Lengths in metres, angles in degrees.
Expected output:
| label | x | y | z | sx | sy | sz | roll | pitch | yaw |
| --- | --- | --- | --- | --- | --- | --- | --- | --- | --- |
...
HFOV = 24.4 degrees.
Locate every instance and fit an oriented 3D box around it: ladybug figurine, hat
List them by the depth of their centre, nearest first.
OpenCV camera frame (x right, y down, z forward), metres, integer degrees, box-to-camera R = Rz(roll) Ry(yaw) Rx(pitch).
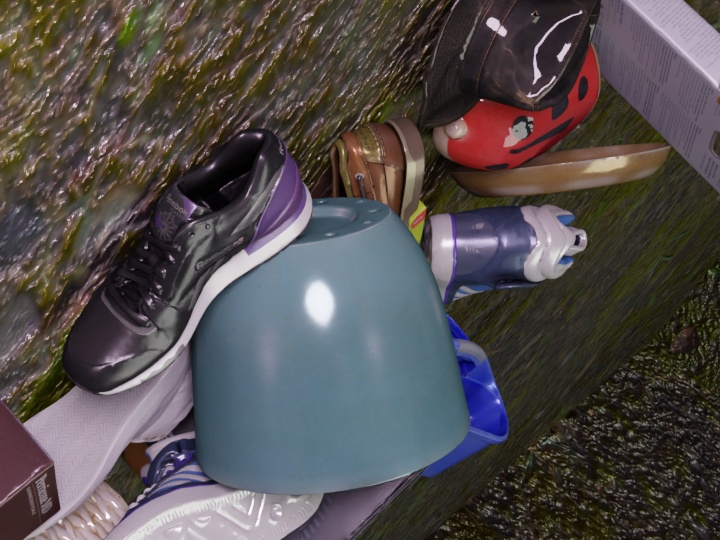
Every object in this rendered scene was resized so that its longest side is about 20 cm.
| label | x | y | z | sx | sy | sz | roll | pitch | yaw |
| --- | --- | --- | --- | --- | --- | --- | --- | --- | --- |
| hat | 0.125 | -0.165 | 1.220 | 0.201 | 0.081 | 0.201 | -50 | 166 | -18 |
| ladybug figurine | 0.137 | -0.139 | 1.390 | 0.199 | 0.072 | 0.136 | -32 | 161 | -42 |

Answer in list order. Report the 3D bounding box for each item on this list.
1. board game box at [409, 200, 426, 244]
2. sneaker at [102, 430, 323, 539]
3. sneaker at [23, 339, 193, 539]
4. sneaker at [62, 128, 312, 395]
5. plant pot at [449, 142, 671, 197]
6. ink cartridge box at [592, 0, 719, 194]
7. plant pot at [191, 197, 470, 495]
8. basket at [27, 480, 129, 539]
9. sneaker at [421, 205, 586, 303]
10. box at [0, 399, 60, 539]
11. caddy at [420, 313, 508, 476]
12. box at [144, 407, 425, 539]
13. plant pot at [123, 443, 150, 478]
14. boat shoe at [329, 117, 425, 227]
| label | x | y | z | sx | sy | sz | roll | pitch | yaw |
| --- | --- | --- | --- | --- | --- | --- | --- | --- | --- |
| board game box | 0.000 | 0.000 | 1.444 | 0.101 | 0.048 | 0.200 | -41 | 165 | -16 |
| sneaker | -0.136 | 0.177 | 1.201 | 0.199 | 0.082 | 0.146 | -27 | -162 | -35 |
| sneaker | -0.186 | 0.123 | 1.205 | 0.200 | 0.074 | 0.116 | -46 | 163 | -5 |
| sneaker | -0.122 | -0.014 | 1.055 | 0.200 | 0.076 | 0.088 | -46 | 152 | -13 |
| plant pot | 0.178 | -0.088 | 1.484 | 0.197 | 0.028 | 0.200 | -8 | -173 | 1 |
| ink cartridge box | 0.263 | -0.168 | 1.406 | 0.043 | 0.200 | 0.197 | -42 | 166 | -6 |
| plant pot | -0.028 | 0.041 | 1.170 | 0.200 | 0.199 | 0.163 | -27 | 116 | -50 |
| basket | -0.232 | 0.272 | 1.245 | 0.160 | 0.200 | 0.199 | -36 | 164 | -38 |
| sneaker | 0.129 | -0.013 | 1.509 | 0.144 | 0.082 | 0.200 | -1 | 172 | -2 |
| box | -0.291 | 0.177 | 1.068 | 0.200 | 0.075 | 0.100 | -41 | 165 | -22 |
| caddy | 0.057 | 0.091 | 1.429 | 0.104 | 0.142 | 0.200 | -33 | 154 | 18 |
| box | -0.064 | 0.130 | 1.309 | 0.160 | 0.200 | 0.044 | -43 | 172 | -1 |
| plant pot | -0.083 | 0.144 | 1.427 | 0.200 | 0.140 | 0.200 | -42 | 166 | -13 |
| boat shoe | 0.000 | -0.027 | 1.279 | 0.067 | 0.072 | 0.202 | -12 | 127 | -21 |
